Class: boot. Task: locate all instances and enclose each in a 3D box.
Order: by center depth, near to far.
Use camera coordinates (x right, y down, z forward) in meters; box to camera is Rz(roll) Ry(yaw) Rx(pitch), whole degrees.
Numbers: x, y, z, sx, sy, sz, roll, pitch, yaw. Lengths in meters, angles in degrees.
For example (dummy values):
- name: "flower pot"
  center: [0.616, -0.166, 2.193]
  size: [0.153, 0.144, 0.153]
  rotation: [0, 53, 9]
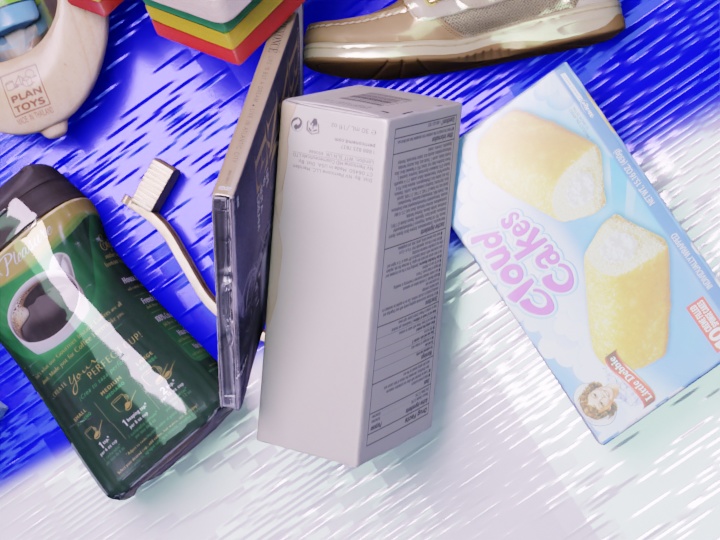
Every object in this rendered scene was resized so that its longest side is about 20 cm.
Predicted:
- name: "boot"
  center: [0.053, -0.202, 1.135]
  size: [0.198, 0.073, 0.157]
  rotation: [-9, 90, 0]

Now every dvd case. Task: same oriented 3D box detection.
- name: "dvd case"
  center: [-0.055, -0.042, 1.061]
  size: [0.016, 0.201, 0.150]
  rotation: [6, 129, 6]

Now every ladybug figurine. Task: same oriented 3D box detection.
- name: "ladybug figurine"
  center: [-0.224, -0.176, 1.170]
  size: [0.135, 0.072, 0.202]
  rotation: [-19, 87, 5]

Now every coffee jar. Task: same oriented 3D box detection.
- name: "coffee jar"
  center: [-0.172, 0.035, 1.155]
  size: [0.104, 0.085, 0.200]
  rotation: [-39, 86, 8]

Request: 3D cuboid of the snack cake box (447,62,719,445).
- name: "snack cake box"
  center: [0.135, -0.009, 1.130]
  size: [0.115, 0.067, 0.201]
  rotation: [-35, 85, 4]

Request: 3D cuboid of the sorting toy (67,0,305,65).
- name: "sorting toy"
  center: [-0.082, -0.218, 1.098]
  size: [0.199, 0.070, 0.199]
  rotation: [23, 59, 35]

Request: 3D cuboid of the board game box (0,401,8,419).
- name: "board game box"
  center: [-0.330, 0.139, 1.163]
  size: [0.103, 0.105, 0.201]
  rotation: [36, 93, 6]

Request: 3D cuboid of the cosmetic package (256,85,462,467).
- name: "cosmetic package"
  center: [0.000, 0.000, 1.082]
  size: [0.073, 0.103, 0.202]
  rotation: [13, 104, 26]

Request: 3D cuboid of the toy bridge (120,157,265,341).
- name: "toy bridge"
  center: [-0.065, 0.004, 1.173]
  size: [0.199, 0.027, 0.068]
  rotation: [30, 94, 5]
